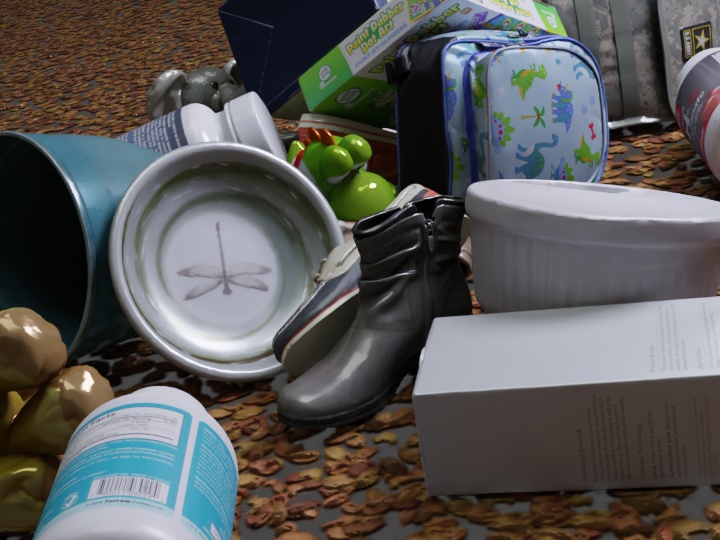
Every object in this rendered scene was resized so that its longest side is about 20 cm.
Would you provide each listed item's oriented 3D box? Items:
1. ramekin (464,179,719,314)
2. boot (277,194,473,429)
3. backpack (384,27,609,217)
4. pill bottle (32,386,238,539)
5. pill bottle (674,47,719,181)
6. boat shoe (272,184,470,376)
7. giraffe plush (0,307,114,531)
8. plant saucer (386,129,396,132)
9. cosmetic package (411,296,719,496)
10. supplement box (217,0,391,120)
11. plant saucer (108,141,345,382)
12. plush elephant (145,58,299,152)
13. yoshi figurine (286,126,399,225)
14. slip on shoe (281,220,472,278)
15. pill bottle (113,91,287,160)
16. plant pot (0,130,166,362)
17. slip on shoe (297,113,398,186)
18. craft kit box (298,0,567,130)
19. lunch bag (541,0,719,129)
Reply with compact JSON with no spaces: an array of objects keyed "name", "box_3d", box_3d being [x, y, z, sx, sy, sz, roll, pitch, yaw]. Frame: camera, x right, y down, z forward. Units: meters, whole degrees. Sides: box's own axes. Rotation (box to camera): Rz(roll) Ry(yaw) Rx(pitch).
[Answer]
[{"name":"ramekin","box_3d":[0.173,-0.008,0.952,0.201,0.095,0.202,4,11,-1]},{"name":"boot","box_3d":[0.007,0.023,0.959,0.199,0.132,0.067,-28,29,-35]},{"name":"backpack","box_3d":[0.144,-0.134,1.206,0.199,0.184,0.147,-12,13,-35]},{"name":"pill bottle","box_3d":[-0.129,0.145,0.761,0.110,0.112,0.200,-9,22,3]},{"name":"pill bottle","box_3d":[0.364,-0.151,1.238,0.110,0.111,0.200,-9,22,4]},{"name":"boat shoe","box_3d":[0.001,0.005,1.031,0.200,0.071,0.062,-41,61,-20]},{"name":"giraffe plush","box_3d":[-0.268,0.101,0.921,0.200,0.173,0.162,-44,9,8]},{"name":"plant saucer","box_3d":[0.078,-0.148,1.465,0.199,0.035,0.200,-10,22,4]},{"name":"cosmetic package","box_3d":[0.139,0.080,0.834,0.198,0.082,0.113,-5,23,16]},{"name":"supplement box","box_3d":[-0.002,-0.262,1.365,0.199,0.135,0.200,-1,-26,-47]},{"name":"plant saucer","box_3d":[-0.109,-0.004,1.051,0.199,0.201,0.050,-23,-7,-27]},{"name":"plush elephant","box_3d":[-0.143,-0.158,1.425,0.199,0.156,0.164,9,29,39]},{"name":"yoshi figurine","box_3d":[-0.024,-0.059,1.195,0.111,0.113,0.200,22,-16,-9]},{"name":"slip on shoe","box_3d":[0.000,0.000,1.106,0.198,0.077,0.061,-5,27,-4]},{"name":"pill bottle","box_3d":[-0.177,-0.096,1.289,0.199,0.120,0.120,-24,21,7]},{"name":"plant pot","box_3d":[-0.224,-0.027,1.133,0.199,0.202,0.187,9,14,39]},{"name":"slip on shoe","box_3d":[0.028,-0.110,1.317,0.199,0.062,0.074,11,-1,-19]},{"name":"craft kit box","box_3d":[0.074,-0.212,1.291,0.197,0.049,0.200,8,-34,-47]},{"name":"lunch bag","box_3d":[0.306,-0.245,1.417,0.198,0.165,0.118,-9,17,7]}]
